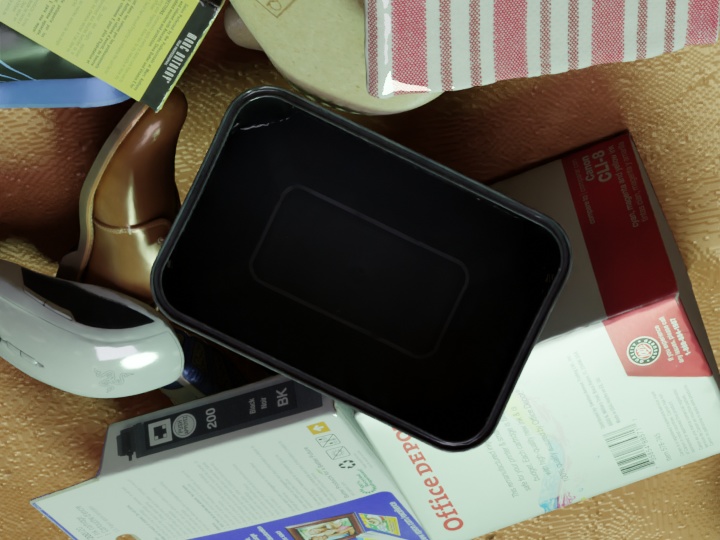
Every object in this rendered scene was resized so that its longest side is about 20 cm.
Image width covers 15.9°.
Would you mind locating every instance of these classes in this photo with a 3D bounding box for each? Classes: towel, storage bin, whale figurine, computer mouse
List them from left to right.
[{"bbox_3d":[-0.197,0.030,1.475,0.199,0.044,0.110,16,138,16],"label":"computer mouse"},{"bbox_3d":[-0.021,-0.173,1.338,0.200,0.104,0.159,36,141,-10],"label":"whale figurine"},{"bbox_3d":[0.000,0.000,1.386,0.199,0.094,0.136,26,88,-1],"label":"storage bin"},{"bbox_3d":[0.093,-0.165,1.273,0.199,0.030,0.147,-11,123,-16],"label":"towel"}]

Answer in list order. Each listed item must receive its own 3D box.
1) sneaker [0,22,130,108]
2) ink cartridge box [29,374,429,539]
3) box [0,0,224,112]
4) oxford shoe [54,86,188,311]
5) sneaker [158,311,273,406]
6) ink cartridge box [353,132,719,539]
[{"bbox_3d":[-0.212,-0.124,1.365,0.199,0.070,0.078,-9,125,-5],"label":"sneaker"},{"bbox_3d":[-0.071,0.139,1.576,0.199,0.044,0.198,-17,146,14],"label":"ink cartridge box"},{"bbox_3d":[-0.166,-0.164,1.290,0.200,0.050,0.075,29,123,-8],"label":"box"},{"bbox_3d":[-0.119,-0.031,1.452,0.071,0.071,0.200,32,139,11],"label":"oxford shoe"},{"bbox_3d":[-0.089,0.090,1.593,0.088,0.075,0.200,-33,130,25],"label":"sneaker"},{"bbox_3d":[0.100,0.044,1.529,0.199,0.145,0.145,-20,134,9],"label":"ink cartridge box"}]
